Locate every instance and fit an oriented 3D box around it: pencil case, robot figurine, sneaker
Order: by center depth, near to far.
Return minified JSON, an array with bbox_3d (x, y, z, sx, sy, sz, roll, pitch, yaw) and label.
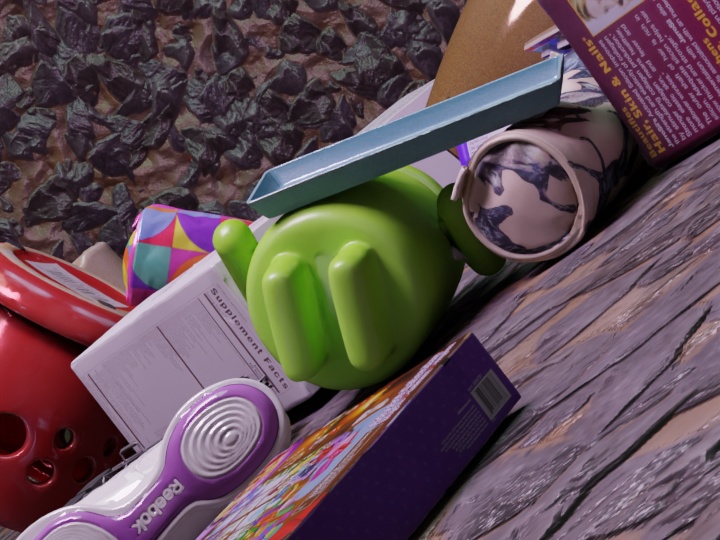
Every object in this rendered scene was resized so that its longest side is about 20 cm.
[{"bbox_3d":[-0.113,0.144,1.090,0.199,0.075,0.100,-38,-14,-1],"label":"sneaker"},{"bbox_3d":[0.125,-0.076,1.202,0.089,0.078,0.200,13,29,20],"label":"pencil case"},{"bbox_3d":[0.000,0.000,1.220,0.174,0.117,0.200,-11,14,19],"label":"robot figurine"},{"bbox_3d":[-0.086,-0.001,1.539,0.198,0.089,0.088,7,-3,-9],"label":"pencil case"}]

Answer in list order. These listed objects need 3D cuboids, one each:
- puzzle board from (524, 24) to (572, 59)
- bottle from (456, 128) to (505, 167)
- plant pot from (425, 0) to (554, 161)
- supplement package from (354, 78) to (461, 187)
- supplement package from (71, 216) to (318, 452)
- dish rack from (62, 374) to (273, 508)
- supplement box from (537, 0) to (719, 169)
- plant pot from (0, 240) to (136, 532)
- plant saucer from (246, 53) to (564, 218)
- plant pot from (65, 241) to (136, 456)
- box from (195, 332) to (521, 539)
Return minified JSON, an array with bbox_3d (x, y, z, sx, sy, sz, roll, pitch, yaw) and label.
[{"bbox_3d":[0.200,-0.155,1.349,0.149,0.018,0.200,1,1,-4],"label":"puzzle board"},{"bbox_3d":[0.149,-0.107,1.409,0.083,0.066,0.200,-11,-3,-31],"label":"bottle"},{"bbox_3d":[0.143,-0.164,1.571,0.200,0.186,0.186,-51,3,4],"label":"plant pot"},{"bbox_3d":[0.058,-0.109,1.952,0.109,0.114,0.200,-39,5,-6],"label":"supplement package"},{"bbox_3d":[-0.091,0.049,1.387,0.200,0.114,0.109,-31,8,47],"label":"supplement package"},{"bbox_3d":[-0.136,0.145,1.268,0.199,0.055,0.153,-33,7,32],"label":"dish rack"},{"bbox_3d":[0.217,-0.167,1.119,0.103,0.131,0.200,-39,5,-40],"label":"supplement box"},{"bbox_3d":[-0.262,0.088,1.546,0.200,0.199,0.184,-75,10,-83],"label":"plant pot"},{"bbox_3d":[0.029,-0.077,1.165,0.198,0.019,0.070,-20,15,14],"label":"plant saucer"},{"bbox_3d":[-0.221,0.085,1.724,0.200,0.184,0.200,-37,4,3],"label":"plant pot"},{"bbox_3d":[-0.030,0.111,0.796,0.137,0.039,0.200,-36,5,37],"label":"box"}]
